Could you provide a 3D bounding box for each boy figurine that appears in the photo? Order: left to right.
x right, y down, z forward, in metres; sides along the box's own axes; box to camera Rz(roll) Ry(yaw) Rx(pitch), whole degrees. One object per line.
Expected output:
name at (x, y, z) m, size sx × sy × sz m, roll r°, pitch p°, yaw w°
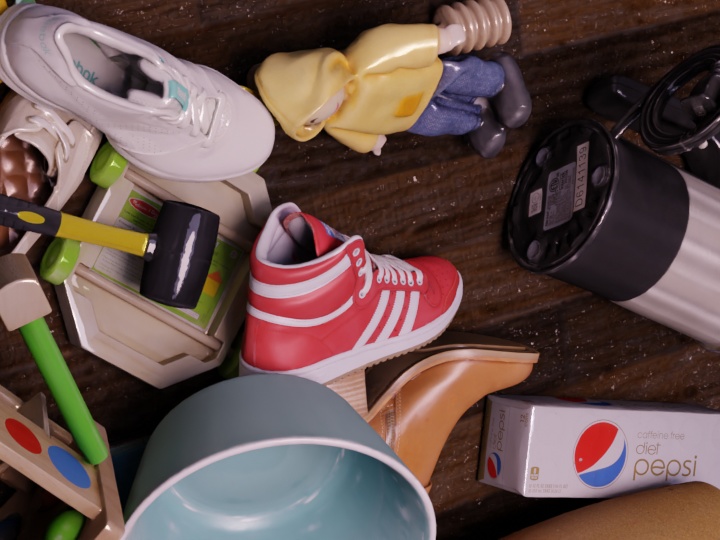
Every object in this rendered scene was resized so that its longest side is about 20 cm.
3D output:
boy figurine at (0.022, -0.121, 1.189) m, size 0.199 × 0.124 × 0.065 m, roll 0°, pitch 55°, yaw -41°

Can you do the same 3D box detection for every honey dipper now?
honey dipper at (0.012, -0.154, 1.227) m, size 0.199 × 0.038 × 0.038 m, roll -16°, pitch 103°, yaw -24°

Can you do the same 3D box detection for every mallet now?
mallet at (-0.179, -0.017, 1.079) m, size 0.199 × 0.041 × 0.066 m, roll 6°, pitch 95°, yaw -32°

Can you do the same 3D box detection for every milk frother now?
milk frother at (0.243, -0.052, 1.274) m, size 0.187 × 0.200 × 0.182 m, roll 21°, pitch 80°, yaw -30°

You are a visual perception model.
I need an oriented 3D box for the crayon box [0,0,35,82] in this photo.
crayon box at (-0.282, -0.152, 1.050) m, size 0.199 × 0.051 × 0.126 m, roll -28°, pitch 108°, yaw -25°

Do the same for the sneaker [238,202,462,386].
sneaker at (0.000, 0.000, 1.181) m, size 0.199 × 0.071 × 0.113 m, roll -26°, pitch 128°, yaw -43°

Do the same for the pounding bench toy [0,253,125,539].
pounding bench toy at (-0.204, 0.107, 1.036) m, size 0.156 × 0.124 × 0.200 m, roll 38°, pitch 102°, yaw -27°

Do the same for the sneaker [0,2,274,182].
sneaker at (-0.122, -0.103, 1.077) m, size 0.199 × 0.088 × 0.076 m, roll 20°, pitch 81°, yaw -37°

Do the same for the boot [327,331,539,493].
boot at (0.036, 0.127, 1.251) m, size 0.199 × 0.074 × 0.156 m, roll -7°, pitch 101°, yaw -22°

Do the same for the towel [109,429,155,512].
towel at (-0.110, 0.198, 1.200) m, size 0.146 × 0.022 × 0.201 m, roll -16°, pitch 104°, yaw -26°

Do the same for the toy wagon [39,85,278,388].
toy wagon at (-0.112, -0.026, 1.166) m, size 0.155 × 0.039 × 0.201 m, roll 31°, pitch 79°, yaw -29°

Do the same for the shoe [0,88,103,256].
shoe at (-0.209, -0.052, 1.099) m, size 0.070 × 0.053 × 0.201 m, roll 37°, pitch 77°, yaw -27°

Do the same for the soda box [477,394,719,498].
soda box at (0.187, 0.133, 1.337) m, size 0.199 × 0.064 × 0.069 m, roll 5°, pitch 92°, yaw -31°

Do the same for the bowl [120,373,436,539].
bowl at (-0.062, 0.142, 1.113) m, size 0.199 × 0.105 × 0.202 m, roll -8°, pitch 131°, yaw -9°

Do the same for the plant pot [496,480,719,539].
plant pot at (0.187, 0.239, 1.262) m, size 0.199 × 0.186 × 0.187 m, roll -28°, pitch 108°, yaw -23°
